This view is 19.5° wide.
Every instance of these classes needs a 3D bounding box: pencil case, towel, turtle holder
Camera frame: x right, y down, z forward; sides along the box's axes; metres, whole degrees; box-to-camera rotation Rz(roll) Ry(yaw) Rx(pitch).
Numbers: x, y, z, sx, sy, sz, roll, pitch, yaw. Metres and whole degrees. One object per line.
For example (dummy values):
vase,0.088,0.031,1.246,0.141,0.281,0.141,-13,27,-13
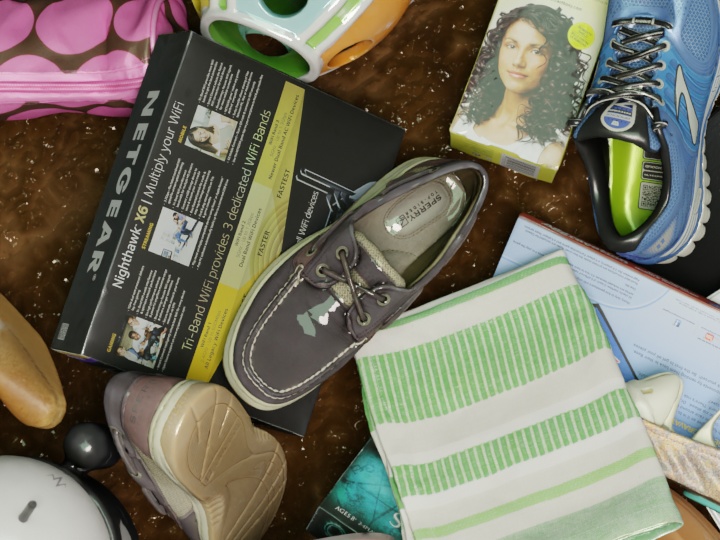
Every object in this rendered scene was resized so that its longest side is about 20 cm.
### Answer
pencil case,-0.204,-0.126,1.283,0.198,0.094,0.092,-4,105,3
towel,0.080,0.088,1.185,0.152,0.023,0.201,-22,49,5
turtle holder,-0.052,-0.197,1.250,0.185,0.141,0.133,31,72,-26

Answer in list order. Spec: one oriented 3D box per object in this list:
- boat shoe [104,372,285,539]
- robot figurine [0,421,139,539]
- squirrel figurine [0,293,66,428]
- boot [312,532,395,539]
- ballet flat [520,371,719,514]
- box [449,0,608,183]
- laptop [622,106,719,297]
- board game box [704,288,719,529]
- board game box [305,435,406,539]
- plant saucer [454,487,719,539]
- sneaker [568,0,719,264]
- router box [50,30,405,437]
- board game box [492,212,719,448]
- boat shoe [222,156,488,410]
boat shoe,-0.094,0.107,1.192,0.065,0.200,0.072,27,74,22
robot figurine,-0.188,0.169,1.186,0.124,0.200,0.152,-11,81,0
squirrel figurine,-0.299,0.065,1.251,0.187,0.141,0.201,-48,42,20
boot,-0.034,0.257,1.109,0.185,0.064,0.201,-24,63,-2
ballet flat,0.188,0.099,1.206,0.199,0.068,0.068,23,90,9
box,0.121,-0.162,1.296,0.075,0.050,0.201,19,83,4
laptop,0.285,-0.036,1.290,0.200,0.103,0.177,-38,82,-29
board game box,0.285,0.083,1.230,0.199,0.026,0.201,-35,81,20
board game box,0.082,0.161,1.220,0.199,0.028,0.135,34,42,6
plant saucer,0.143,0.183,1.188,0.199,0.032,0.201,15,43,-15
sneaker,0.170,-0.102,1.225,0.078,0.089,0.202,2,96,27
router box,-0.077,-0.020,1.245,0.156,0.052,0.201,23,81,-29
board game box,0.165,0.054,1.247,0.199,0.019,0.104,26,102,15
boat shoe,0.000,0.000,1.215,0.200,0.065,0.072,-42,96,-24
